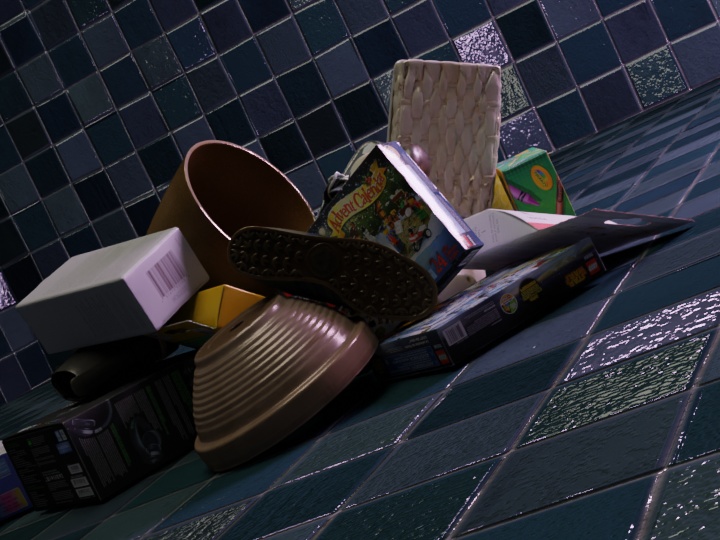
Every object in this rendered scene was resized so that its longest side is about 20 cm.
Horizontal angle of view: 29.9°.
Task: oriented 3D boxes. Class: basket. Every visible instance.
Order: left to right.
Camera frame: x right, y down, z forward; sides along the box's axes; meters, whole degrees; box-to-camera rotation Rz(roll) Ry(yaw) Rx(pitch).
[{"bbox_3d":[0.100,-0.157,1.633,0.135,0.201,0.123,4,2,0],"label":"basket"}]

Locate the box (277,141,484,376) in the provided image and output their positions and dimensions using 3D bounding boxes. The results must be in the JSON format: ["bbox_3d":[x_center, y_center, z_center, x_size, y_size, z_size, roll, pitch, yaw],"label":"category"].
[{"bbox_3d":[0.011,-0.008,1.321,0.038,0.137,0.200,-17,-28,-54],"label":"box"}]

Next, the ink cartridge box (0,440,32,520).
[{"bbox_3d":[-0.423,0.248,1.610,0.136,0.077,0.200,-25,3,19],"label":"ink cartridge box"}]

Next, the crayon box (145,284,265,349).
[{"bbox_3d":[-0.119,0.064,1.451,0.199,0.052,0.126,18,-17,-29],"label":"crayon box"}]

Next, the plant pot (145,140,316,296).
[{"bbox_3d":[-0.176,-0.013,1.546,0.200,0.186,0.186,-46,-6,28],"label":"plant pot"}]

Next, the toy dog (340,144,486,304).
[{"bbox_3d":[0.052,-0.034,1.426,0.194,0.201,0.139,-29,6,-33],"label":"toy dog"}]

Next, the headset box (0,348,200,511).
[{"bbox_3d":[-0.258,0.171,1.473,0.200,0.093,0.174,-28,5,-37],"label":"headset box"}]

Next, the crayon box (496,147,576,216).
[{"bbox_3d":[0.212,-0.080,1.600,0.058,0.119,0.200,-25,4,6],"label":"crayon box"}]

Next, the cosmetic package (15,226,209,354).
[{"bbox_3d":[-0.271,0.024,1.465,0.200,0.071,0.101,-12,26,43],"label":"cosmetic package"}]

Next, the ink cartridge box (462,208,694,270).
[{"bbox_3d":[0.203,-0.045,1.345,0.161,0.050,0.200,2,-18,-41],"label":"ink cartridge box"}]

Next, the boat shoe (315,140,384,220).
[{"bbox_3d":[-0.008,-0.081,1.522,0.073,0.062,0.200,-7,48,32],"label":"boat shoe"}]

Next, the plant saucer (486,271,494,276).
[{"bbox_3d":[0.103,0.021,1.638,0.200,0.027,0.200,-25,5,2],"label":"plant saucer"}]

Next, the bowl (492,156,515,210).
[{"bbox_3d":[0.154,-0.070,1.878,0.200,0.108,0.200,-25,4,2],"label":"bowl"}]

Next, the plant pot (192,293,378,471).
[{"bbox_3d":[-0.089,0.088,1.253,0.201,0.093,0.201,-37,9,7],"label":"plant pot"}]

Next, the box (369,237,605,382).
[{"bbox_3d":[0.115,0.037,1.266,0.200,0.040,0.137,-29,4,-29],"label":"box"}]

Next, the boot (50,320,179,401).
[{"bbox_3d":[-0.311,0.102,1.526,0.138,0.078,0.200,-33,8,-36],"label":"boot"}]

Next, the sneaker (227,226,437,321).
[{"bbox_3d":[-0.024,-0.001,1.283,0.199,0.067,0.090,14,0,1],"label":"sneaker"}]

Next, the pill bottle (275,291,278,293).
[{"bbox_3d":[0.000,0.000,1.579,0.200,0.110,0.110,-25,4,25],"label":"pill bottle"}]
